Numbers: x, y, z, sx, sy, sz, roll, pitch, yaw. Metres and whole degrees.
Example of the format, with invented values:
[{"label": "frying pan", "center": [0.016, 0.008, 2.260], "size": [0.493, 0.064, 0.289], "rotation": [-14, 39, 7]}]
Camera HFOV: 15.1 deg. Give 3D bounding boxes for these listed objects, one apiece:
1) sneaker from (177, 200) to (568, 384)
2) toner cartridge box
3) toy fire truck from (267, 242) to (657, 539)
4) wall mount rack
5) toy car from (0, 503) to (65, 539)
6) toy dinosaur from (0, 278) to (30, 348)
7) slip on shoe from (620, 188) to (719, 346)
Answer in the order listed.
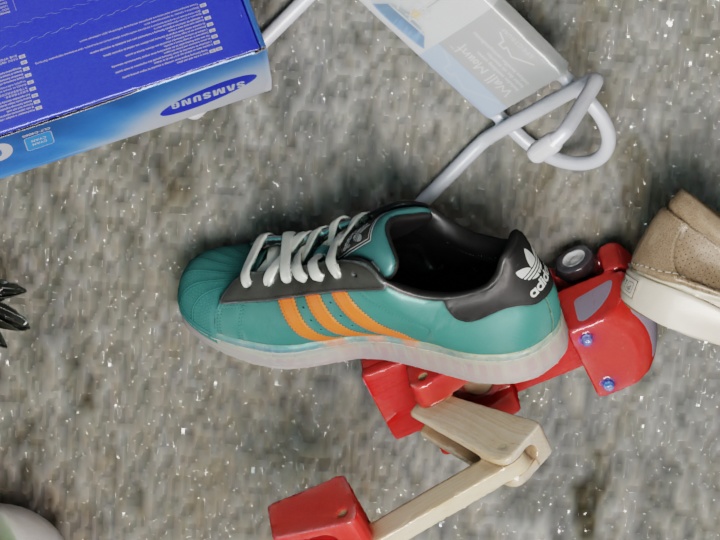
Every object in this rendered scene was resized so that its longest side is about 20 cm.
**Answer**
[{"label": "sneaker", "center": [0.000, 0.000, 1.295], "size": [0.199, 0.072, 0.080], "rotation": [4, 135, 21]}, {"label": "toner cartridge box", "center": [-0.149, -0.100, 1.250], "size": [0.199, 0.043, 0.095], "rotation": [-18, 67, -5]}, {"label": "toy fire truck", "center": [0.053, 0.072, 1.308], "size": [0.199, 0.141, 0.049], "rotation": [-22, 123, 10]}, {"label": "wall mount rack", "center": [0.017, -0.088, 1.290], "size": [0.200, 0.075, 0.174], "rotation": [43, 145, -13]}, {"label": "toy car", "center": [-0.218, 0.220, 1.344], "size": [0.174, 0.150, 0.201], "rotation": [-7, 124, -30]}, {"label": "toy dinosaur", "center": [-0.247, 0.047, 1.328], "size": [0.135, 0.103, 0.200], "rotation": [-11, 149, 43]}, {"label": "slip on shoe", "center": [0.224, 0.023, 1.281], "size": [0.199, 0.076, 0.061], "rotation": [22, 100, 1]}]
